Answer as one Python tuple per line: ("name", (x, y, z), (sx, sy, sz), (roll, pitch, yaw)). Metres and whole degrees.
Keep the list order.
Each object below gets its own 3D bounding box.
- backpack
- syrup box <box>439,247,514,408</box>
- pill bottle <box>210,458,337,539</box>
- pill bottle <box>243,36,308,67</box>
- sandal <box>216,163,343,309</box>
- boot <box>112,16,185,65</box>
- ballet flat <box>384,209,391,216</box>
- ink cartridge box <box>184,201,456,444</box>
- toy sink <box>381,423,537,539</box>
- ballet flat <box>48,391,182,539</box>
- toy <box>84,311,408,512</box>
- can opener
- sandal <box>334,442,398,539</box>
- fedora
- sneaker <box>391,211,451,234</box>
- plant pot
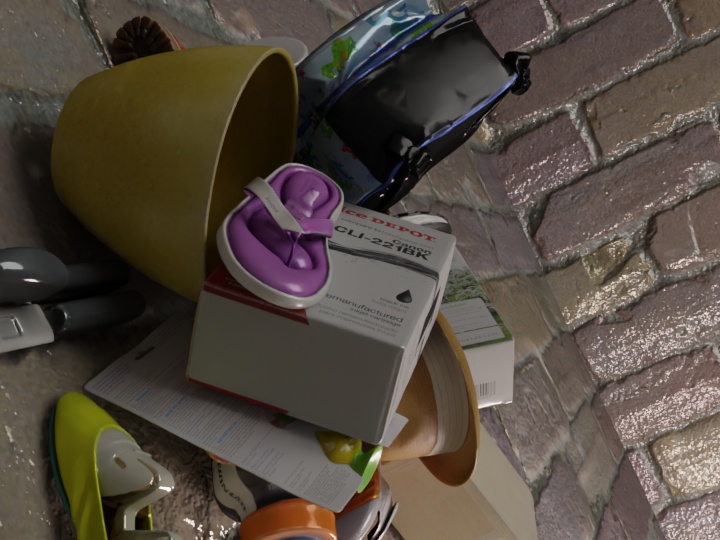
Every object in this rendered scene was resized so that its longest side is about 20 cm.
("backpack", (0.016, -0.141, 0.926), (0.147, 0.183, 0.200), (50, -25, 0))
("syrup box", (0.082, 0.050, 1.059), (0.200, 0.079, 0.081), (-117, -161, -55))
("pill bottle", (-0.068, 0.129, 0.830), (0.106, 0.106, 0.200), (45, 26, -48))
("pill bottle", (-0.076, -0.128, 1.057), (0.109, 0.109, 0.200), (-93, 175, -51))
("sandal", (-0.050, -0.041, 0.730), (0.082, 0.050, 0.203), (21, 26, -7))
("boot", (-0.159, -0.143, 1.012), (0.200, 0.075, 0.107), (67, 12, 12))
("ballet flat", (-0.003, 0.011, 1.029), (0.068, 0.075, 0.200), (14, 71, -16))
("ink cartridge box", (-0.021, 0.024, 0.779), (0.200, 0.144, 0.084), (-57, 163, -63))
("toy sink", (0.093, 0.237, 1.145), (0.200, 0.112, 0.130), (52, 20, -20))
("ballet flat", (-0.142, 0.157, 0.639), (0.067, 0.067, 0.200), (38, 31, -54))
("toy", (-0.080, 0.107, 0.744), (0.115, 0.200, 0.047), (-44, 149, -53))
("can opener", (-0.196, 0.018, 0.693), (0.053, 0.066, 0.200), (64, 12, 5))
("sandal", (0.001, 0.215, 0.956), (0.059, 0.079, 0.207), (58, 16, -12))
("fedora", (0.035, 0.112, 0.943), (0.201, 0.082, 0.201), (165, -90, -72))
("sneaker", (0.000, 0.000, 0.958), (0.074, 0.200, 0.079), (-22, -89, 65))
("plant pot", (-0.145, -0.081, 0.791), (0.200, 0.142, 0.200), (13, 90, -80))
